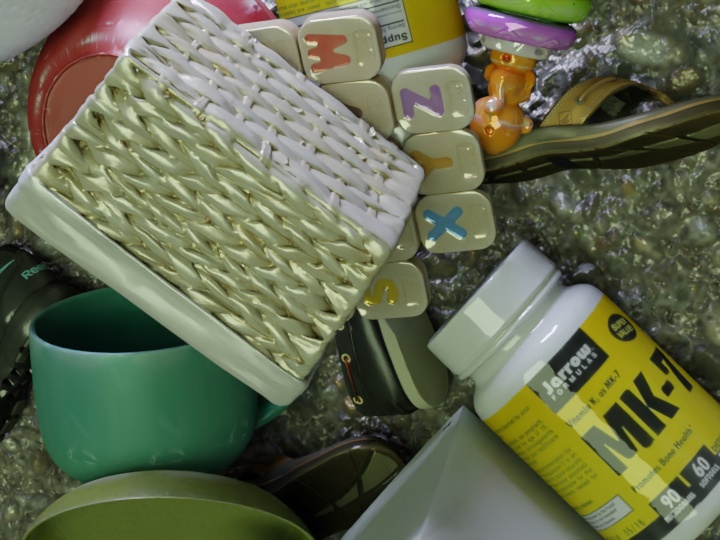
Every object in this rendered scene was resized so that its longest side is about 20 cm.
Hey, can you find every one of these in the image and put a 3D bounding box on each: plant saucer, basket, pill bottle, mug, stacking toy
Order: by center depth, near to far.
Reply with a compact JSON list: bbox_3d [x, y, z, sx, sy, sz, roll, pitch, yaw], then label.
[{"bbox_3d":[-0.075,-0.047,0.876,0.199,0.136,0.124,36,118,-7],"label":"basket"},{"bbox_3d":[0.102,-0.168,0.925,0.115,0.110,0.202,14,103,13],"label":"stacking toy"},{"bbox_3d":[0.003,-0.172,0.959,0.111,0.112,0.202,-11,101,19],"label":"pill bottle"},{"bbox_3d":[0.145,0.083,0.982,0.200,0.114,0.114,43,111,2],"label":"pill bottle"},{"bbox_3d":[-0.126,0.178,1.028,0.198,0.200,0.031,-13,58,19],"label":"plant saucer"},{"bbox_3d":[-0.130,0.086,1.045,0.183,0.152,0.116,3,108,16],"label":"mug"}]

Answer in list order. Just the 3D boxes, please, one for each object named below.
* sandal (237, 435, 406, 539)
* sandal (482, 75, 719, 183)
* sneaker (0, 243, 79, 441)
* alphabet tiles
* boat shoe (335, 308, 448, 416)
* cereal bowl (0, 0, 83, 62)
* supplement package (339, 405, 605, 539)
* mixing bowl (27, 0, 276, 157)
[{"bbox_3d":[-0.054,0.157,1.090,0.199,0.055,0.082,-27,116,23],"label":"sandal"},{"bbox_3d":[0.143,-0.093,0.966,0.198,0.080,0.055,-8,80,23],"label":"sandal"},{"bbox_3d":[-0.283,0.071,1.139,0.079,0.075,0.200,43,106,17],"label":"sneaker"},{"bbox_3d":[-0.019,-0.058,0.942,0.194,0.015,0.202,-4,116,17],"label":"alphabet tiles"},{"bbox_3d":[-0.001,0.000,1.025,0.063,0.074,0.203,-14,94,31],"label":"boat shoe"},{"bbox_3d":[-0.255,-0.195,1.005,0.198,0.201,0.084,-2,139,17],"label":"cereal bowl"},{"bbox_3d":[0.083,0.231,0.957,0.200,0.191,0.147,40,111,-3],"label":"supplement package"},{"bbox_3d":[-0.147,-0.104,1.025,0.198,0.108,0.202,4,105,16],"label":"mixing bowl"}]
